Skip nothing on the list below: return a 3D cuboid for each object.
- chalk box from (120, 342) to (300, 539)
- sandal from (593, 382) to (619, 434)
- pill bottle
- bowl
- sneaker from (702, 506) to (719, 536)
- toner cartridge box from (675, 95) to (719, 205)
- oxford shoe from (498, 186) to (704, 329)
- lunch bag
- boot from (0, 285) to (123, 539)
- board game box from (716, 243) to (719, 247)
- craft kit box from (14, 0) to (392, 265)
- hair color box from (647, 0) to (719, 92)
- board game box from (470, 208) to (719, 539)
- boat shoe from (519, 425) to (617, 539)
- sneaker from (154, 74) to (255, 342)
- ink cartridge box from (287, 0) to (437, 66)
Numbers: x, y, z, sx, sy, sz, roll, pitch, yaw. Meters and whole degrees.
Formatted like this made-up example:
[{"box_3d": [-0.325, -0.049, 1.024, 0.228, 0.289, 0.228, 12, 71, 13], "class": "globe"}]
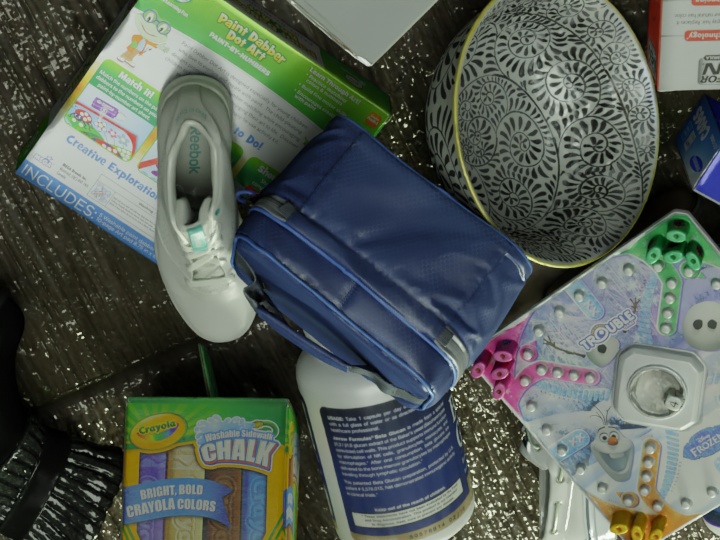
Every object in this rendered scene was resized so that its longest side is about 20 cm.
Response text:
[{"box_3d": [-0.108, 0.157, 1.702, 0.123, 0.124, 0.201, 2, 79, 4], "class": "chalk box"}, {"box_3d": [0.229, 0.110, 1.729, 0.079, 0.059, 0.207, -38, 141, 10], "class": "sandal"}, {"box_3d": [0.014, 0.102, 1.710, 0.110, 0.111, 0.201, -12, 115, 4], "class": "pill bottle"}, {"box_3d": [0.110, -0.101, 1.612, 0.200, 0.094, 0.202, 2, 87, -39], "class": "bowl"}, {"box_3d": [0.303, 0.114, 1.680, 0.199, 0.081, 0.147, -22, 122, 40], "class": "sneaker"}, {"box_3d": [0.326, -0.048, 1.659, 0.199, 0.095, 0.043, 27, 111, -13], "class": "toner cartridge box"}, {"box_3d": [0.158, -0.013, 1.684, 0.199, 0.073, 0.085, -31, 106, 10], "class": "oxford shoe"}, {"box_3d": [0.000, 0.000, 1.569, 0.200, 0.136, 0.133, 36, 77, 4], "class": "lunch bag"}, {"box_3d": [-0.247, 0.118, 1.726, 0.157, 0.080, 0.212, 22, 123, -4], "class": "boot"}, {"box_3d": [0.323, 0.051, 1.678, 0.134, 0.028, 0.200, -3, 139, 25], "class": "board game box"}, {"box_3d": [-0.113, -0.099, 1.653, 0.200, 0.049, 0.198, 34, 112, -16], "class": "craft kit box"}, {"box_3d": [0.250, -0.227, 1.567, 0.101, 0.061, 0.201, -1, 114, -2], "class": "hair color box"}, {"box_3d": [0.208, 0.086, 1.612, 0.200, 0.026, 0.200, -36, 102, 27], "class": "board game box"}, {"box_3d": [0.154, 0.130, 1.746, 0.066, 0.074, 0.201, -9, 115, 2], "class": "boat shoe"}, {"box_3d": [-0.114, -0.030, 1.614, 0.075, 0.089, 0.201, -7, 115, 0], "class": "sneaker"}, {"box_3d": [0.024, -0.237, 1.506, 0.083, 0.200, 0.145, 41, 108, -18], "class": "ink cartridge box"}]
